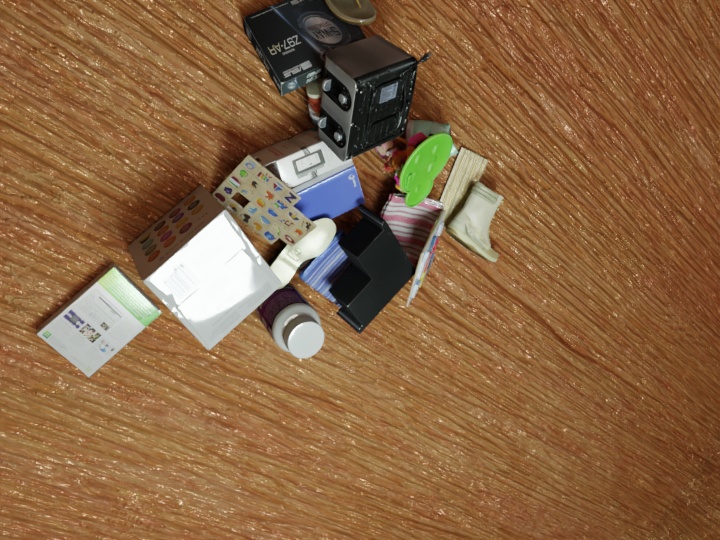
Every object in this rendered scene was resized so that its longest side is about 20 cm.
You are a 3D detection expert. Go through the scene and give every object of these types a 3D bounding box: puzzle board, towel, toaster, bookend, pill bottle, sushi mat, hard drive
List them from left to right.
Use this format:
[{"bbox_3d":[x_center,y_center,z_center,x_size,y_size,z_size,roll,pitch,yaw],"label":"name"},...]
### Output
[{"bbox_3d":[-0.152,0.110,1.426,0.110,0.200,0.114,-9,114,-22],"label":"pill bottle"},{"bbox_3d":[-0.092,-0.147,1.406,0.198,0.026,0.132,-26,149,-3],"label":"hard drive"},{"bbox_3d":[-0.039,0.007,1.518,0.145,0.024,0.200,-47,135,5],"label":"towel"},{"bbox_3d":[0.000,0.000,1.449,0.200,0.092,0.199,-47,138,-8],"label":"bookend"},{"bbox_3d":[0.015,-0.336,1.255,0.199,0.119,0.182,-30,149,-32],"label":"toaster"},{"bbox_3d":[0.100,-0.088,1.541,0.144,0.030,0.202,6,127,-26],"label":"towel"},{"bbox_3d":[0.155,-0.025,1.533,0.201,0.017,0.152,100,16,-51],"label":"puzzle board"},{"bbox_3d":[0.247,-0.197,1.618,0.094,0.012,0.203,15,102,-30],"label":"sushi mat"}]

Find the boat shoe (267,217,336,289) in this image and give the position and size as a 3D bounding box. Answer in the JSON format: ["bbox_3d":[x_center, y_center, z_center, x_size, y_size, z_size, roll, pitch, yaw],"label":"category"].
[{"bbox_3d":[-0.137,-0.045,1.443,0.201,0.063,0.074,-44,110,6],"label":"boat shoe"}]

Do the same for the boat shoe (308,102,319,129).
[{"bbox_3d":[-0.030,-0.373,1.382,0.200,0.071,0.068,-47,158,-19],"label":"boat shoe"}]

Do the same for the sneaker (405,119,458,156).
[{"bbox_3d":[0.164,-0.240,1.495,0.116,0.074,0.204,3,111,14],"label":"sneaker"}]

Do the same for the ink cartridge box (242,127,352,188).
[{"bbox_3d":[-0.132,-0.230,1.354,0.198,0.116,0.069,-26,118,-15],"label":"ink cartridge box"}]

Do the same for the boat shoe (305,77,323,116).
[{"bbox_3d":[-0.049,-0.404,1.325,0.202,0.070,0.063,-64,156,-24],"label":"boat shoe"}]

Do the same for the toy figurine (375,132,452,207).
[{"bbox_3d":[0.082,-0.267,1.426,0.149,0.184,0.201,-31,152,-26],"label":"toy figurine"}]

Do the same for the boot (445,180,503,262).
[{"bbox_3d":[0.314,-0.120,1.645,0.199,0.072,0.156,30,91,-40],"label":"boot"}]

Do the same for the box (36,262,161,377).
[{"bbox_3d":[-0.530,0.102,1.333,0.199,0.036,0.145,-41,122,-6],"label":"box"}]

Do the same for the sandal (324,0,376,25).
[{"bbox_3d":[-0.042,-0.557,1.254,0.080,0.054,0.202,-32,87,-21],"label":"sandal"}]

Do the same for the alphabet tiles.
[{"bbox_3d":[-0.190,-0.130,1.334,0.199,0.166,0.008,38,47,-19],"label":"alphabet tiles"}]

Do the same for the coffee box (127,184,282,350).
[{"bbox_3d":[-0.311,-0.012,1.301,0.199,0.197,0.201,-41,124,-7],"label":"coffee box"}]

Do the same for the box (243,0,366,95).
[{"bbox_3d":[-0.105,-0.452,1.270,0.198,0.044,0.162,-27,78,-14],"label":"box"}]
